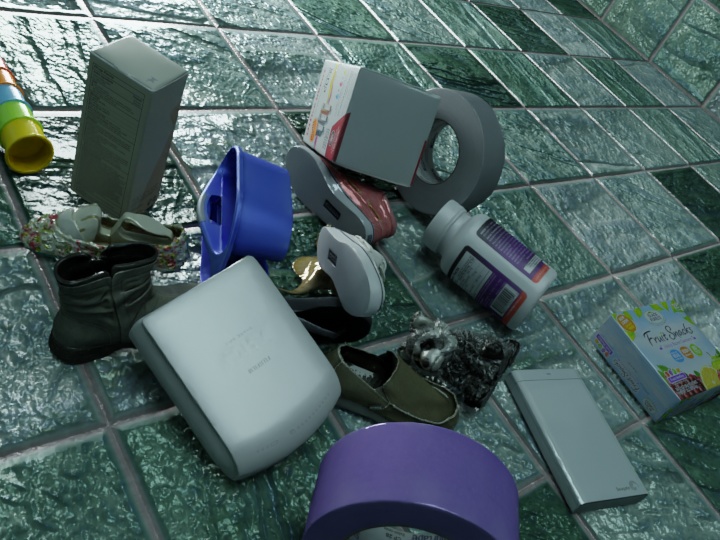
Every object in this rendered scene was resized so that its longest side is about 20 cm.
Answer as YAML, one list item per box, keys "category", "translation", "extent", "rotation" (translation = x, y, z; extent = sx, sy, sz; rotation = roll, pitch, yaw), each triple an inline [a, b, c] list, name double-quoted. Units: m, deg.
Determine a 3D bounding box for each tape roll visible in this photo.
- category: "tape roll"
  translation: [0.141, -0.196, 1.207]
  extent: [0.065, 0.202, 0.201]
  rotation: [-7, 50, -46]
- category: "tape roll"
  translation: [0.048, 0.241, 0.671]
  extent: [0.196, 0.202, 0.086]
  rotation: [24, 37, -7]

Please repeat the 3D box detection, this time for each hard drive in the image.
- category: "hard drive"
  translation: [0.292, 0.224, 0.993]
  extent: [0.129, 0.027, 0.203]
  rotation: [4, 46, -30]

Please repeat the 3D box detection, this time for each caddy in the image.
- category: "caddy"
  translation: [-0.157, -0.063, 0.918]
  extent: [0.103, 0.142, 0.203]
  rotation: [16, 39, -24]

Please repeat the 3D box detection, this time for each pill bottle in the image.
- category: "pill bottle"
  translation: [0.193, -0.014, 1.119]
  extent: [0.199, 0.112, 0.111]
  rotation: [41, 39, 12]

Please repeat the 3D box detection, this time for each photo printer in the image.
- category: "photo printer"
  translation: [-0.124, 0.105, 0.774]
  extent: [0.165, 0.069, 0.202]
  rotation: [-32, 82, -36]

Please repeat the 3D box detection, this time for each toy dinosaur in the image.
- category: "toy dinosaur"
  translation: [-0.049, 0.008, 0.996]
  extent: [0.099, 0.059, 0.201]
  rotation: [16, 31, 6]

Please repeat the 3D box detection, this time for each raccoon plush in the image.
- category: "raccoon plush"
  translation: [0.133, 0.113, 0.994]
  extent: [0.132, 0.098, 0.199]
  rotation: [28, 6, 19]

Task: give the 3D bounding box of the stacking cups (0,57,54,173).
- category: "stacking cups"
  translation: [-0.457, -0.216, 0.949]
  extent: [0.060, 0.061, 0.202]
  rotation: [-8, 52, -38]

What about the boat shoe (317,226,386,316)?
- category: "boat shoe"
  translation: [0.000, 0.000, 0.897]
  extent: [0.064, 0.074, 0.200]
  rotation: [5, 15, -21]

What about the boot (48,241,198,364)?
- category: "boot"
  translation: [-0.232, 0.024, 0.778]
  extent: [0.197, 0.132, 0.068]
  rotation: [-17, 57, -43]

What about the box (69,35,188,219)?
- category: "box"
  translation: [-0.288, -0.171, 0.897]
  extent: [0.094, 0.202, 0.078]
  rotation: [32, 37, 5]

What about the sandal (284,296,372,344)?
- category: "sandal"
  translation: [-0.082, 0.067, 0.886]
  extent: [0.195, 0.077, 0.044]
  rotation: [7, 49, -13]

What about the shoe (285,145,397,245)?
- category: "shoe"
  translation: [-0.029, -0.117, 1.124]
  extent: [0.201, 0.072, 0.090]
  rotation: [49, 37, 18]

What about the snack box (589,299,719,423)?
- category: "snack box"
  translation: [0.496, 0.141, 1.185]
  extent: [0.197, 0.068, 0.170]
  rotation: [-5, 50, -38]

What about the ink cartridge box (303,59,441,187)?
- category: "ink cartridge box"
  translation: [0.010, -0.240, 1.162]
  extent: [0.142, 0.149, 0.200]
  rotation: [13, 13, -22]

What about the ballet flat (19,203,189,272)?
- category: "ballet flat"
  translation: [-0.298, -0.047, 0.868]
  extent: [0.196, 0.064, 0.077]
  rotation: [8, 44, -26]

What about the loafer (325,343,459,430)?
- category: "loafer"
  translation: [0.038, 0.143, 0.877]
  extent: [0.196, 0.070, 0.076]
  rotation: [19, 39, -15]
